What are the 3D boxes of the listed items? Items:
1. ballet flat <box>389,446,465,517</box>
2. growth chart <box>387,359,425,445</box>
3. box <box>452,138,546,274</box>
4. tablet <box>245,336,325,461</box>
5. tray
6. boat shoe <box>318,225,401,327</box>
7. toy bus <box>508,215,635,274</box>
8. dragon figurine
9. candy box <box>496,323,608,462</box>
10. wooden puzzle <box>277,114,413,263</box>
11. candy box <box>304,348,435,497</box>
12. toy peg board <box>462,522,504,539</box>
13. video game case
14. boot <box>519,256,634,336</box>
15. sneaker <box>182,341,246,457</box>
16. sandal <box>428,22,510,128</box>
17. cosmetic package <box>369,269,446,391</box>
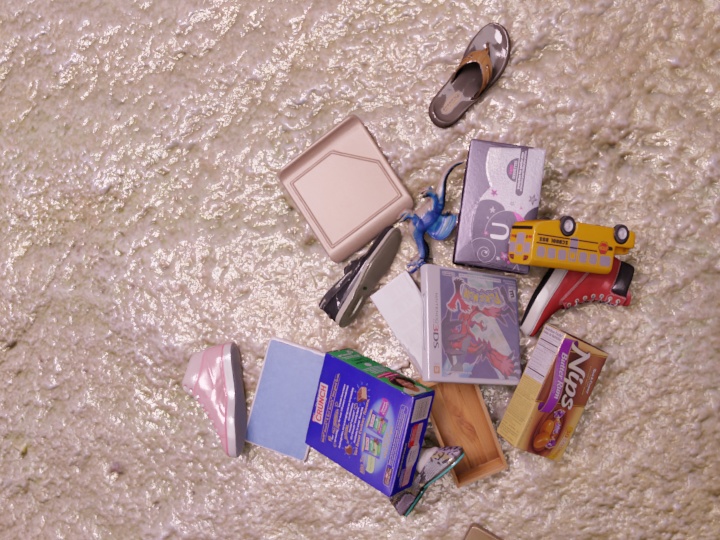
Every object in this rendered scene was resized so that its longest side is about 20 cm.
[{"bbox_3d":[0.101,0.346,1.035,0.071,0.072,0.202,36,125,7],"label":"ballet flat"},{"bbox_3d":[0.044,0.278,1.098,0.141,0.018,0.206,-15,88,8],"label":"growth chart"},{"bbox_3d":[0.231,-0.103,1.023,0.128,0.115,0.206,9,92,8],"label":"box"},{"bbox_3d":[-0.134,0.238,1.124,0.127,0.014,0.206,16,93,7],"label":"tablet"},{"bbox_3d":[0.175,0.264,1.044,0.096,0.037,0.204,-22,104,3],"label":"tray"},{"bbox_3d":[0.000,0.000,1.080,0.067,0.072,0.202,34,89,32],"label":"boat shoe"},{"bbox_3d":[0.333,-0.040,0.951,0.195,0.065,0.081,6,91,-21],"label":"toy bus"},{"bbox_3d":[0.131,-0.091,1.058,0.099,0.059,0.201,39,97,-13],"label":"dragon figurine"},{"bbox_3d":[0.323,0.206,1.017,0.115,0.056,0.204,23,94,-27],"label":"candy box"},{"bbox_3d":[-0.027,-0.146,1.101,0.183,0.037,0.202,-35,90,6],"label":"wooden puzzle"},{"bbox_3d":[0.012,0.249,1.026,0.197,0.076,0.174,20,100,36],"label":"candy box"},{"bbox_3d":[0.235,0.586,1.033,0.197,0.098,0.203,28,93,7],"label":"toy peg board"},{"bbox_3d":[0.185,0.092,1.003,0.195,0.023,0.188,8,75,-29],"label":"video game case"},{"bbox_3d":[0.372,0.052,1.029,0.143,0.072,0.202,35,91,5],"label":"boot"},{"bbox_3d":[-0.268,0.240,1.108,0.102,0.075,0.206,-9,79,5],"label":"sneaker"},{"bbox_3d":[0.190,-0.341,1.058,0.082,0.055,0.201,42,95,5],"label":"sandal"},{"bbox_3d":[0.105,0.105,1.072,0.082,0.051,0.203,-34,87,9],"label":"cosmetic package"}]
